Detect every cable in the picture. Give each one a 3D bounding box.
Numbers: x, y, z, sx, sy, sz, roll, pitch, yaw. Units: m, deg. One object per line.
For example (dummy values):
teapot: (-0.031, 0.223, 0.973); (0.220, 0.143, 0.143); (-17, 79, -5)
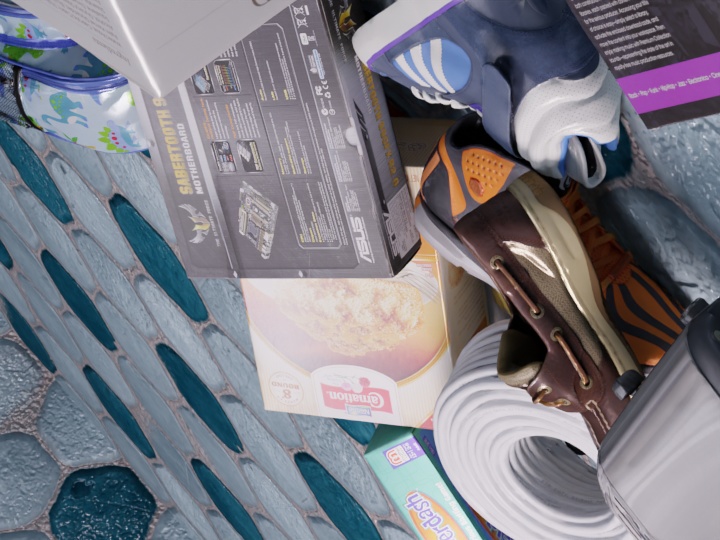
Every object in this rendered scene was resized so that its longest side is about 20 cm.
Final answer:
cable: (0.141, 0.118, 1.393); (0.199, 0.069, 0.200); (29, 145, 11)

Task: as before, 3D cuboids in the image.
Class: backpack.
backpack: (-0.198, -0.186, 1.651); (0.199, 0.183, 0.147); (24, 147, 34)

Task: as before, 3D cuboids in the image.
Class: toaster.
toaster: (0.222, 0.113, 1.161); (0.200, 0.114, 0.129); (48, 131, 10)

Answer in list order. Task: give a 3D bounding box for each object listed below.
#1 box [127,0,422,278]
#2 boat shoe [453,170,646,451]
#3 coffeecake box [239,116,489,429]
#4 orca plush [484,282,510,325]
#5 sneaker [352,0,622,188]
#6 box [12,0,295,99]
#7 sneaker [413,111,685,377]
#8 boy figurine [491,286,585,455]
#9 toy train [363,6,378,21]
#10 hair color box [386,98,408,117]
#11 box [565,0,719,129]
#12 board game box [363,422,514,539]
box: (-0.060, -0.091, 1.373); (0.158, 0.048, 0.201); (0, 118, 31)
boat shoe: (0.108, 0.042, 1.237); (0.201, 0.072, 0.072); (65, 171, -29)
coffeecake box: (0.000, 0.000, 1.475); (0.153, 0.073, 0.201); (4, 121, 25)
orca plush: (0.095, 0.027, 1.541); (0.105, 0.071, 0.200); (-34, 99, 29)
sneaker: (0.077, -0.101, 1.241); (0.147, 0.080, 0.200); (58, 158, -2)
box: (-0.122, -0.246, 1.280); (0.200, 0.199, 0.172); (36, 157, 45)
sneaker: (0.122, -0.020, 1.296); (0.200, 0.078, 0.112); (33, 142, 10)
boy figurine: (0.122, 0.029, 1.424); (0.124, 0.064, 0.200); (37, 161, 50)
toy train: (-0.058, -0.172, 1.479); (0.200, 0.087, 0.114); (32, 163, 46)
hair color box: (-0.006, -0.061, 1.595); (0.101, 0.061, 0.200); (43, 160, 31)
box: (0.129, -0.165, 1.051); (0.200, 0.036, 0.143); (55, 163, -10)
board game box: (0.080, 0.138, 1.586); (0.152, 0.045, 0.200); (57, -156, -13)
